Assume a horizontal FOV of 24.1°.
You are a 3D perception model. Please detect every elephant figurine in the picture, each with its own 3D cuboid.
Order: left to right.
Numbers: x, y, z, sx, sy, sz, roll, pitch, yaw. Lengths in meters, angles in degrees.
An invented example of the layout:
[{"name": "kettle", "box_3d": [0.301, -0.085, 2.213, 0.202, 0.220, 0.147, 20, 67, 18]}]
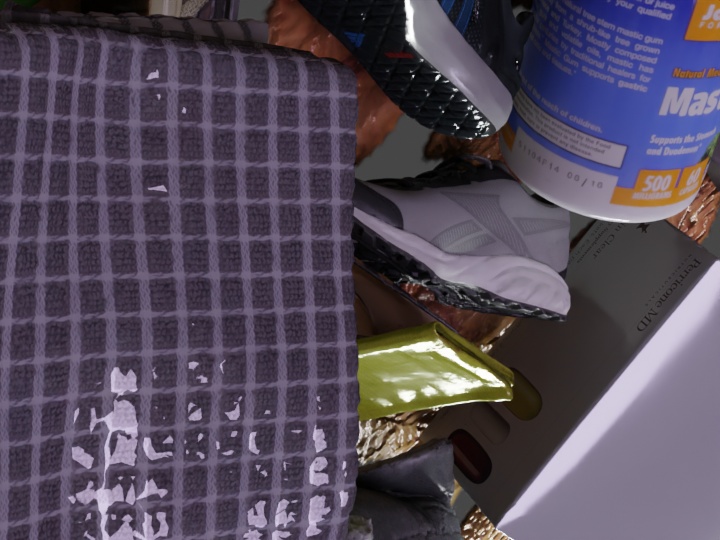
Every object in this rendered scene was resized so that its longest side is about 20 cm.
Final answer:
[{"name": "elephant figurine", "box_3d": [0.014, 0.159, 0.965, 0.199, 0.155, 0.142, -8, 114, -40]}]

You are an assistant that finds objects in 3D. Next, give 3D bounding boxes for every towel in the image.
[{"name": "towel", "box_3d": [-0.080, 0.013, 0.554, 0.165, 0.085, 0.201, -1, 95, -37]}, {"name": "towel", "box_3d": [-0.031, 0.062, 0.815, 0.199, 0.018, 0.086, -13, 155, 28]}]

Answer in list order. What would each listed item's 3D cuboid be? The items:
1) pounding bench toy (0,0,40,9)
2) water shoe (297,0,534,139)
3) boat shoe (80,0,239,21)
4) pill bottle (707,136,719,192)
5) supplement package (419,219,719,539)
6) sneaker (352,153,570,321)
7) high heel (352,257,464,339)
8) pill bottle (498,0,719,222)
[{"name": "pounding bench toy", "box_3d": [-0.151, -0.031, 0.627, 0.155, 0.124, 0.201, -14, 103, -34]}, {"name": "water shoe", "box_3d": [0.018, -0.140, 0.764, 0.200, 0.071, 0.079, 50, 57, -51]}, {"name": "boat shoe", "box_3d": [-0.082, -0.058, 0.717, 0.065, 0.073, 0.201, -12, 131, -30]}, {"name": "pill bottle", "box_3d": [0.272, -0.077, 1.009, 0.120, 0.120, 0.200, -54, 142, 9]}, {"name": "supplement package", "box_3d": [0.167, 0.085, 1.024, 0.156, 0.111, 0.200, 36, 95, -33]}, {"name": "sneaker", "box_3d": [0.038, -0.027, 0.878, 0.200, 0.074, 0.080, 16, 82, -44]}, {"name": "high heel", "box_3d": [0.000, 0.000, 0.780, 0.142, 0.072, 0.200, 4, 154, -10]}, {"name": "pill bottle", "box_3d": [0.143, -0.134, 0.836, 0.112, 0.112, 0.201, -16, 134, -35]}]
